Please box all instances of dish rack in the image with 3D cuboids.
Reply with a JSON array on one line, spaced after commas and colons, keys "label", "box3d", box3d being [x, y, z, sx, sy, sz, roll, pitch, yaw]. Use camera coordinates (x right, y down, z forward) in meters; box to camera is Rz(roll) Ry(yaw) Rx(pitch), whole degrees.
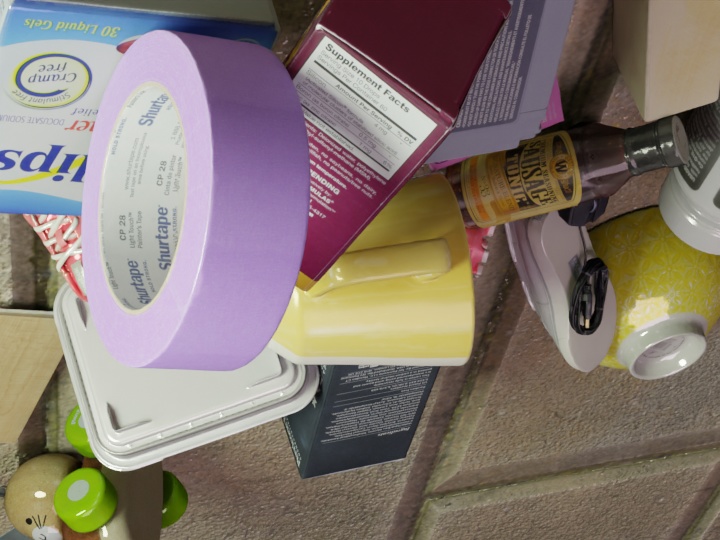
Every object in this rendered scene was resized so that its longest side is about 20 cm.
[{"label": "dish rack", "box3d": [-0.146, 0.056, 1.289, 0.198, 0.173, 0.044, -19, 166, 0]}]

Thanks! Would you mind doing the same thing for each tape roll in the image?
[{"label": "tape roll", "box3d": [-0.104, -0.041, 0.953, 0.065, 0.201, 0.200, 4, 141, -30]}]

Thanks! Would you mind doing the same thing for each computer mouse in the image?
[{"label": "computer mouse", "box3d": [0.199, -0.033, 1.370, 0.058, 0.034, 0.202, -27, 122, -32]}]

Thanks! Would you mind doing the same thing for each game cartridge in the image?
[{"label": "game cartridge", "box3d": [0.076, -0.155, 1.092, 0.132, 0.042, 0.201, -7, 144, -12]}]

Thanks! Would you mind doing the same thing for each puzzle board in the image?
[{"label": "puzzle board", "box3d": [-0.348, 0.092, 1.389, 0.150, 0.017, 0.200, 5, 140, -30]}]

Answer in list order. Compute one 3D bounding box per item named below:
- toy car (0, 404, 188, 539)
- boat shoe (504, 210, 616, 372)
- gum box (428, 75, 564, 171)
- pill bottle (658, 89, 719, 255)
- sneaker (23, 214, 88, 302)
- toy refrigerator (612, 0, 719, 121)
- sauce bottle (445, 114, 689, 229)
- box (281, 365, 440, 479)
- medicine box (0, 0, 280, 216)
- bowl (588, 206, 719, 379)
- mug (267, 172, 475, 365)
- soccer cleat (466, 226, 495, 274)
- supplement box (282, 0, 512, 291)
[{"label": "toy car", "box3d": [-0.292, 0.235, 1.521, 0.198, 0.159, 0.165, -14, 137, 16]}, {"label": "boat shoe", "box3d": [0.176, 0.010, 1.439, 0.072, 0.068, 0.201, -46, 133, -17]}, {"label": "gum box", "box3d": [0.078, -0.171, 1.162, 0.113, 0.066, 0.200, -21, 146, 1]}, {"label": "pill bottle", "box3d": [0.332, -0.112, 1.332, 0.113, 0.115, 0.201, -5, 145, -20]}, {"label": "sneaker", "box3d": [-0.204, -0.028, 1.179, 0.073, 0.087, 0.200, -30, 123, 29]}, {"label": "toy refrigerator", "box3d": [0.233, -0.208, 1.178, 0.069, 0.076, 0.201, -17, 146, -2]}, {"label": "sauce bottle", "box3d": [0.168, -0.085, 1.291, 0.199, 0.067, 0.066, -16, 151, 27]}, {"label": "box", "box3d": [-0.011, 0.064, 1.385, 0.106, 0.149, 0.201, -10, 146, -18]}, {"label": "medicine box", "box3d": [-0.176, -0.135, 1.060, 0.181, 0.104, 0.200, 1, 142, -27]}, {"label": "bowl", "box3d": [0.281, 0.040, 1.534, 0.198, 0.108, 0.201, -12, 146, -8]}, {"label": "mug", "box3d": [-0.002, -0.003, 1.202, 0.152, 0.150, 0.187, -7, 143, -9]}, {"label": "soccer cleat", "box3d": [0.064, 0.006, 1.435, 0.076, 0.067, 0.200, 20, 146, -1]}, {"label": "supplement box", "box3d": [-0.009, -0.102, 1.009, 0.103, 0.131, 0.200, 35, 136, -7]}]
